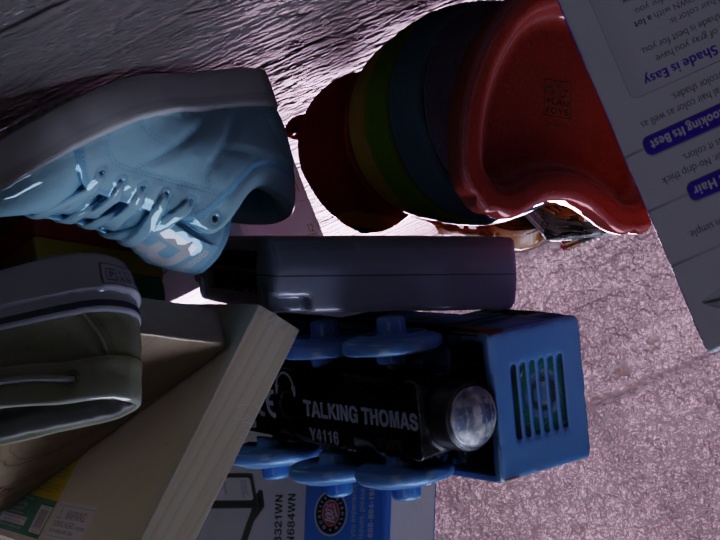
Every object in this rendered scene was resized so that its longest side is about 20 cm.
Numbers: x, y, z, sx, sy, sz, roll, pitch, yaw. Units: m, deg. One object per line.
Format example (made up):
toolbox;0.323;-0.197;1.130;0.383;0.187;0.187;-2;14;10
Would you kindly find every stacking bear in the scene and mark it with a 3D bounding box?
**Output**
stacking bear;0.040;-0.068;1.120;0.121;0.115;0.200;6;172;-33

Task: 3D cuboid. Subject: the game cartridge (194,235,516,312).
game cartridge;0.000;0.000;1.123;0.132;0.042;0.200;-5;-178;-15

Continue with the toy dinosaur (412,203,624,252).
toy dinosaur;0.092;-0.058;1.274;0.199;0.103;0.136;14;-148;-9

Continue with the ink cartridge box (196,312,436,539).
ink cartridge box;-0.063;0.096;1.244;0.199;0.147;0.084;-3;168;21

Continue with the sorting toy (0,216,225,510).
sorting toy;-0.200;0.034;1.030;0.198;0.070;0.200;9;148;-39

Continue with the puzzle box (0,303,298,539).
puzzle box;-0.108;0.078;1.092;0.200;0.025;0.134;-1;-119;63

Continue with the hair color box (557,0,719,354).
hair color box;0.159;-0.078;0.971;0.109;0.201;0.065;-23;175;12

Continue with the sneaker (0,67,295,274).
sneaker;-0.091;-0.037;0.996;0.074;0.082;0.199;-28;174;40

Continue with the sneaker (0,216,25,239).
sneaker;-0.168;0.009;1.157;0.073;0.082;0.200;-20;174;3

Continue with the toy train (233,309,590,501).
toy train;0.014;0.058;1.091;0.114;0.087;0.199;-8;-174;-36

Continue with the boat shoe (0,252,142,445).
boat shoe;-0.178;0.049;0.911;0.199;0.062;0.072;-19;155;16

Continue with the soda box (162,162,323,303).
soda box;-0.118;-0.007;1.334;0.199;0.064;0.068;-25;174;39
